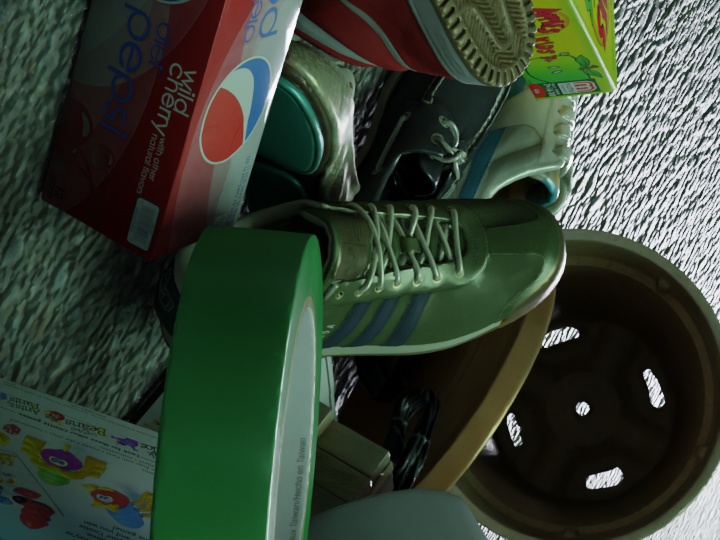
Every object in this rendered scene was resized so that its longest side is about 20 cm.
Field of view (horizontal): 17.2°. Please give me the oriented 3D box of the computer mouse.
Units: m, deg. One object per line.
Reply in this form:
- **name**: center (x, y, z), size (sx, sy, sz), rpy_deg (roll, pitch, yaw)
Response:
- **computer mouse**: center (0.014, 0.060, 1.302), size (0.059, 0.034, 0.200), rpy_deg (-55, -165, 19)

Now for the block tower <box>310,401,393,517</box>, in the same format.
- **block tower**: center (-0.016, 0.144, 1.252), size (0.054, 0.058, 0.200), rpy_deg (-52, 158, -24)

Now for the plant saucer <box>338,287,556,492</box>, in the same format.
- **plant saucer**: center (0.037, 0.068, 1.352), size (0.200, 0.032, 0.200), rpy_deg (-50, -166, 18)

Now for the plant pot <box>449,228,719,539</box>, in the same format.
- **plant pot**: center (0.141, 0.086, 1.550), size (0.201, 0.200, 0.183), rpy_deg (-60, 170, -3)

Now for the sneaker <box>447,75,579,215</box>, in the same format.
- **sneaker**: center (0.093, -0.076, 1.357), size (0.200, 0.081, 0.077), rpy_deg (-52, 155, -25)

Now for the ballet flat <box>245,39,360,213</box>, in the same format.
- **ballet flat**: center (-0.030, -0.071, 1.119), size (0.063, 0.067, 0.200), rpy_deg (-60, 169, -21)

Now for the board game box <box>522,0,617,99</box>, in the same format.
- **board game box**: center (0.091, -0.170, 1.219), size (0.200, 0.047, 0.102), rpy_deg (44, 43, -68)

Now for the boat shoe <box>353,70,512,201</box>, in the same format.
- **boat shoe**: center (0.033, -0.050, 1.250), size (0.200, 0.063, 0.073), rpy_deg (-53, 130, -15)

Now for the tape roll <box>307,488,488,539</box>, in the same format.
- **tape roll**: center (-0.014, 0.196, 1.191), size (0.200, 0.066, 0.201), rpy_deg (-24, 151, -14)

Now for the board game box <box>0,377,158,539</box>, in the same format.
- **board game box**: center (-0.144, 0.140, 0.955), size (0.200, 0.104, 0.103), rpy_deg (-75, -175, -68)

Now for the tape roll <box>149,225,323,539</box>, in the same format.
- **tape roll**: center (-0.050, 0.083, 0.995), size (0.200, 0.048, 0.202), rpy_deg (4, 90, -86)

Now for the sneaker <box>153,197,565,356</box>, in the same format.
- **sneaker**: center (0.000, 0.000, 1.108), size (0.090, 0.199, 0.067), rpy_deg (80, -1, -73)

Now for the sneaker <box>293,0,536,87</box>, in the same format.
- **sneaker**: center (-0.005, -0.169, 1.062), size (0.071, 0.112, 0.201), rpy_deg (-44, 123, -31)

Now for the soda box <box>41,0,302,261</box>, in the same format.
- **soda box**: center (-0.067, -0.109, 0.979), size (0.070, 0.063, 0.201), rpy_deg (-26, 140, -56)

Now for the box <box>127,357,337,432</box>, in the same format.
- **box**: center (-0.092, 0.122, 1.210), size (0.200, 0.060, 0.117), rpy_deg (-50, 156, -26)
